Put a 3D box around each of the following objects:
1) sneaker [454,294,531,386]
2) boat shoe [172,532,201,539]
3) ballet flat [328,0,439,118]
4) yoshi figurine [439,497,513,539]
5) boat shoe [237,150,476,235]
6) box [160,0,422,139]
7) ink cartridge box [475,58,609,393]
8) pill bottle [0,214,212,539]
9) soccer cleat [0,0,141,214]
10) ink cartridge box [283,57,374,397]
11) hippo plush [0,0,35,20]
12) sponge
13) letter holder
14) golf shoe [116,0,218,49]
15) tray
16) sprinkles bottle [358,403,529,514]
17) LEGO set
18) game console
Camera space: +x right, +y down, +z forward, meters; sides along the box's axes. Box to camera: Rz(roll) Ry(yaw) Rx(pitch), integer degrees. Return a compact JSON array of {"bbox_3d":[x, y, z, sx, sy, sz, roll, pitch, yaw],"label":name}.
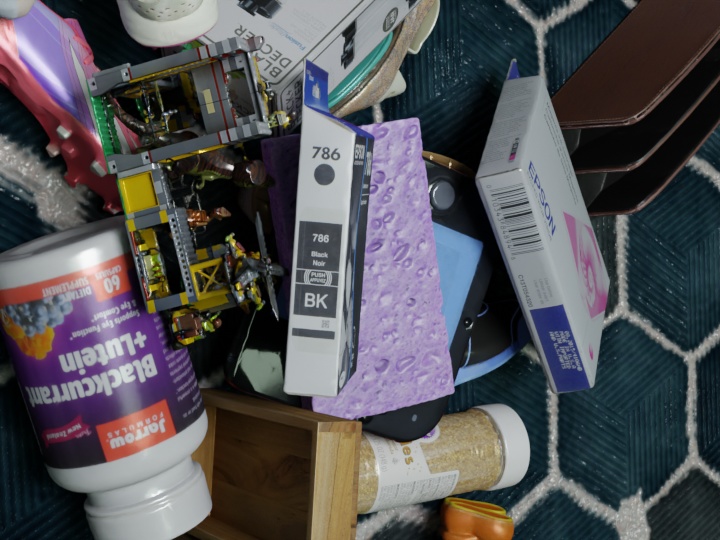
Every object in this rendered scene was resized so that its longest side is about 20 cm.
[{"bbox_3d":[0.056,0.048,0.981,0.199,0.070,0.079,-24,111,-29],"label":"sneaker"},{"bbox_3d":[-0.088,0.224,0.898,0.198,0.071,0.065,5,95,-25],"label":"boat shoe"},{"bbox_3d":[0.020,-0.177,0.959,0.201,0.068,0.067,-59,139,-16],"label":"ballet flat"},{"bbox_3d":[0.089,0.290,0.989,0.112,0.111,0.203,17,85,-38],"label":"yoshi figurine"},{"bbox_3d":[0.000,-0.057,0.942,0.198,0.069,0.075,1,97,-28],"label":"boat shoe"},{"bbox_3d":[-0.037,-0.199,0.886,0.116,0.060,0.200,37,67,16],"label":"box"},{"bbox_3d":[0.151,-0.043,0.979,0.198,0.043,0.201,66,27,-28],"label":"ink cartridge box"},{"bbox_3d":[-0.164,0.075,0.814,0.111,0.111,0.202,-22,103,-30],"label":"pill bottle"},{"bbox_3d":[-0.189,-0.118,0.824,0.200,0.066,0.077,48,63,-22],"label":"soccer cleat"},{"bbox_3d":[-0.018,-0.028,0.787,0.039,0.099,0.203,4,96,7],"label":"ink cartridge box"},{"bbox_3d":[-0.262,-0.237,0.694,0.197,0.161,0.161,-8,77,-18],"label":"hippo plush"},{"bbox_3d":[0.000,0.000,0.867,0.110,0.030,0.203,-12,100,-20],"label":"sponge"},{"bbox_3d":[0.265,-0.150,1.068,0.200,0.142,0.101,-47,114,-23],"label":"letter holder"},{"bbox_3d":[-0.145,-0.236,0.786,0.075,0.092,0.201,-24,62,-13],"label":"golf shoe"},{"bbox_3d":[-0.066,0.138,0.826,0.037,0.199,0.100,4,89,-33],"label":"tray"},{"bbox_3d":[0.038,0.150,0.973,0.198,0.068,0.069,-5,94,-32],"label":"sprinkles bottle"},{"bbox_3d":[-0.082,-0.060,0.786,0.114,0.154,0.203,-13,84,9],"label":"LEGO set"},{"bbox_3d":[0.009,0.011,0.900,0.175,0.031,0.202,21,87,-29],"label":"game console"}]
